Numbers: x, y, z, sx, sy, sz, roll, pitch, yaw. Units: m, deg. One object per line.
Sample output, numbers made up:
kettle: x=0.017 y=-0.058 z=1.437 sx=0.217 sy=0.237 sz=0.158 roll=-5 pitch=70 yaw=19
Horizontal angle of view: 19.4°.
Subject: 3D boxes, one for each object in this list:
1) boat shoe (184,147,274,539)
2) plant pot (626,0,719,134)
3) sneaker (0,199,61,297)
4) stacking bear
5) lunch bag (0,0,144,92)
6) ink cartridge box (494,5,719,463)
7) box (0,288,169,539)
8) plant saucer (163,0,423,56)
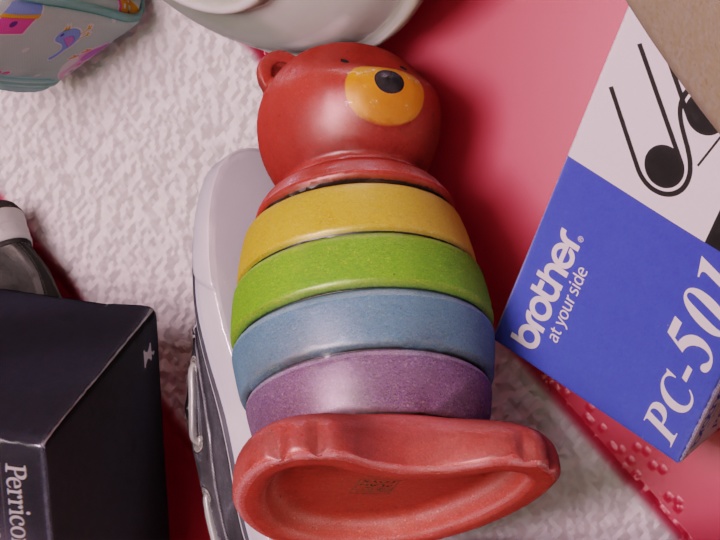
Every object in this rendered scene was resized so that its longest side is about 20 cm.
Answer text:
boat shoe: x=-0.046 y=0.050 z=0.905 sx=0.068 sy=0.072 sz=0.201 roll=-22 pitch=76 yaw=48
plant pot: x=0.166 y=-0.166 z=0.660 sx=0.177 sy=0.199 sz=0.201 roll=44 pitch=147 yaw=36
sneaker: x=-0.203 y=0.066 z=0.981 sx=0.200 sy=0.066 sz=0.091 roll=-48 pitch=70 yaw=18
stacking bear: x=0.000 y=0.000 z=0.842 sx=0.114 sy=0.121 sz=0.201 roll=125 pitch=145 yaw=-60
lunch bag: x=-0.192 y=-0.176 z=0.912 sx=0.077 sy=0.160 sz=0.201 roll=-35 pitch=78 yaw=23
ink cartridge box: x=0.128 y=-0.034 z=0.795 sx=0.094 sy=0.044 sz=0.201 roll=33 pitch=124 yaw=21
box: x=-0.192 y=0.114 z=0.897 sx=0.197 sy=0.123 sz=0.201 roll=7 pitch=118 yaw=14
plant saucer: x=-0.062 y=-0.161 z=0.850 sx=0.200 sy=0.050 sz=0.201 roll=27 pitch=142 yaw=24
